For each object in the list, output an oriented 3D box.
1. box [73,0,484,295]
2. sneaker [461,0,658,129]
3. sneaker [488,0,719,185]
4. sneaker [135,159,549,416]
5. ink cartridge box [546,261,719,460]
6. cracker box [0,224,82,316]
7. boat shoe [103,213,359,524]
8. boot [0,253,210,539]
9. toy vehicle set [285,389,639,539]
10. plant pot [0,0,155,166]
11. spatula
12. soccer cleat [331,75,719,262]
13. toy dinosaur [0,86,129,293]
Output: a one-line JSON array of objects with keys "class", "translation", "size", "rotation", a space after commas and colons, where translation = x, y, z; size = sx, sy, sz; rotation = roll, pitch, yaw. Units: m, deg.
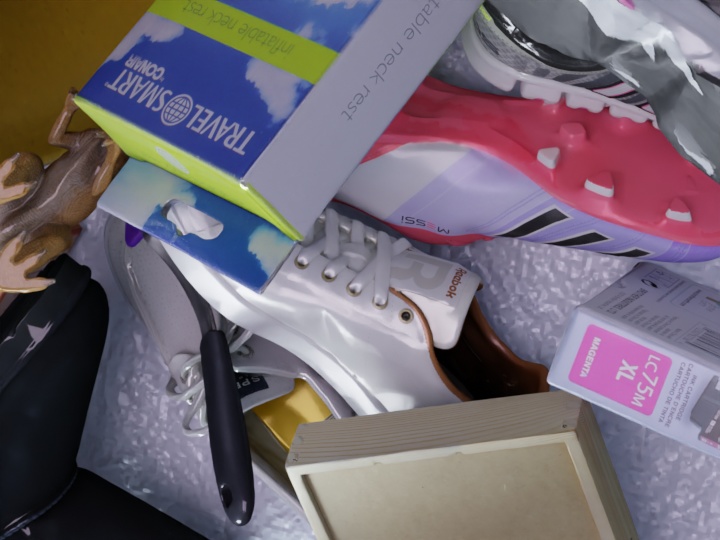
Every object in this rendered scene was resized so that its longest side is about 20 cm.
[{"class": "box", "translation": [-0.022, -0.097, 0.915], "size": [0.122, 0.048, 0.200], "rotation": [27, 76, 47]}, {"class": "sneaker", "translation": [0.130, -0.095, 0.919], "size": [0.200, 0.087, 0.074], "rotation": [13, 74, 16]}, {"class": "sneaker", "translation": [0.110, -0.114, 0.856], "size": [0.200, 0.080, 0.086], "rotation": [42, 68, -12]}, {"class": "sneaker", "translation": [0.000, 0.000, 0.981], "size": [0.200, 0.073, 0.085], "rotation": [41, 133, -17]}, {"class": "ink cartridge box", "translation": [0.182, 0.058, 0.923], "size": [0.200, 0.119, 0.042], "rotation": [22, 105, 15]}, {"class": "cracker box", "translation": [-0.239, 0.021, 1.108], "size": [0.134, 0.058, 0.200], "rotation": [38, 111, 10]}, {"class": "boat shoe", "translation": [-0.050, 0.048, 1.026], "size": [0.075, 0.086, 0.202], "rotation": [-41, 85, 22]}, {"class": "boot", "translation": [-0.119, 0.103, 1.041], "size": [0.162, 0.073, 0.198], "rotation": [35, 120, -8]}, {"class": "toy vehicle set", "translation": [0.060, 0.139, 0.984], "size": [0.124, 0.027, 0.200], "rotation": [-8, 126, 21]}, {"class": "plant pot", "translation": [-0.163, -0.153, 0.991], "size": [0.200, 0.200, 0.142], "rotation": [-41, 63, 22]}, {"class": "spatula", "translation": [-0.071, 0.014, 0.992], "size": [0.057, 0.021, 0.200], "rotation": [-48, 53, 50]}, {"class": "soccer cleat", "translation": [0.063, -0.036, 0.990], "size": [0.200, 0.067, 0.077], "rotation": [16, 136, 12]}, {"class": "toy dinosaur", "translation": [-0.143, -0.018, 0.996], "size": [0.200, 0.106, 0.060], "rotation": [-40, 90, 11]}]
